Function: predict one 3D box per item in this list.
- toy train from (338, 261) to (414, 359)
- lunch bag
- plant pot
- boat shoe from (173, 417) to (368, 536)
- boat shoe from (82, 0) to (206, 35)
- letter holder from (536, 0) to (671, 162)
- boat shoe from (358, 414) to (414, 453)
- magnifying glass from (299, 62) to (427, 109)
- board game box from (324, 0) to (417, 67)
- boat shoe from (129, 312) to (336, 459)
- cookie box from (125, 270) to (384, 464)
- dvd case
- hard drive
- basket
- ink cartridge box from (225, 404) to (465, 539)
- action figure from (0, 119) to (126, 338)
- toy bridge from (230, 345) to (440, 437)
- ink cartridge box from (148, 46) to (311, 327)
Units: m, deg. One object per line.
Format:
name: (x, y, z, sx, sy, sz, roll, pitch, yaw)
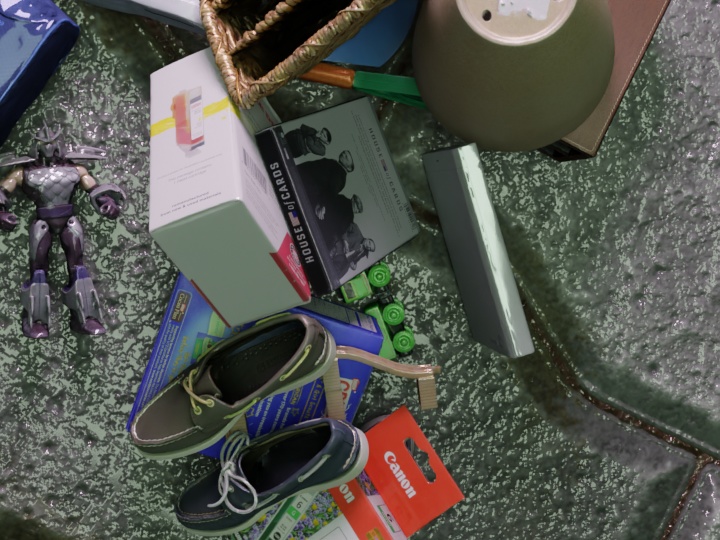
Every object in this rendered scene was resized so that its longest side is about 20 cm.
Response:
toy train: (0.000, 0.000, 1.026, 0.056, 0.042, 0.201, -21, 98, 3)
lunch bag: (-0.360, -0.181, 0.903, 0.132, 0.136, 0.200, 36, 89, -10)
plant pot: (0.128, -0.208, 0.855, 0.187, 0.200, 0.188, 0, 87, 7)
boat shoe: (-0.090, 0.181, 0.911, 0.200, 0.075, 0.062, -21, 143, 22)
boat shoe: (-0.219, -0.278, 0.947, 0.199, 0.074, 0.067, 19, 87, -3)
letter holder: (0.197, -0.229, 1.011, 0.142, 0.101, 0.200, 26, 90, -8)
boat shoe: (-0.007, 0.239, 1.015, 0.075, 0.093, 0.200, 34, 89, -10)
magnifying glass: (0.015, -0.183, 1.002, 0.199, 0.080, 0.022, 10, 91, 0)
board game box: (-0.044, -0.281, 0.999, 0.199, 0.039, 0.159, 3, 89, -15)
boat shoe: (-0.119, 0.098, 0.896, 0.201, 0.060, 0.072, -29, 64, 3)
cookie box: (-0.101, 0.098, 0.983, 0.199, 0.075, 0.172, 19, 103, -10)
dvd case: (-0.015, -0.076, 0.950, 0.025, 0.200, 0.151, -17, 98, 29)
hard drive: (0.111, -0.022, 0.994, 0.026, 0.132, 0.201, -17, 97, -9)
basket: (-0.047, -0.255, 0.847, 0.200, 0.149, 0.143, -33, 98, 29)
ink cartridge box: (-0.017, 0.221, 0.936, 0.200, 0.050, 0.109, -37, 71, 8)
action figure: (-0.283, -0.040, 0.957, 0.130, 0.069, 0.201, -7, 101, -22)
toy bridge: (-0.025, 0.104, 0.938, 0.199, 0.027, 0.067, -8, 106, -2)
ink cartridge box: (-0.115, -0.076, 0.895, 0.083, 0.200, 0.145, -19, 139, 12)
